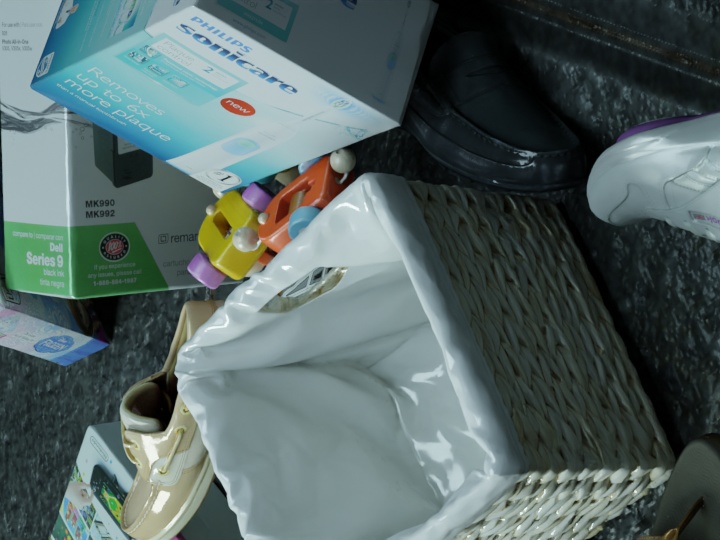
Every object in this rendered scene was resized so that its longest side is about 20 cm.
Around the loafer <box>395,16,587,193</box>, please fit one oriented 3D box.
[{"bbox_3d":[0.060,-0.101,1.624,0.201,0.068,0.070,37,128,48],"label":"loafer"}]

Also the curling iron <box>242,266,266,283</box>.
[{"bbox_3d":[-0.042,0.090,1.812,0.050,0.026,0.200,-18,81,54],"label":"curling iron"}]

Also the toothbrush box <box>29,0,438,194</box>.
[{"bbox_3d":[-0.075,-0.129,1.633,0.200,0.146,0.085,-18,50,54],"label":"toothbrush box"}]

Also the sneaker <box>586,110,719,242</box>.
[{"bbox_3d":[0.191,-0.036,1.462,0.200,0.075,0.100,-15,82,51],"label":"sneaker"}]

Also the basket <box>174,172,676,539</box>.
[{"bbox_3d":[0.035,0.077,1.583,0.198,0.161,0.200,-43,60,35],"label":"basket"}]

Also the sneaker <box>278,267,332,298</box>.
[{"bbox_3d":[0.000,0.000,1.711,0.200,0.078,0.077,-45,54,45],"label":"sneaker"}]

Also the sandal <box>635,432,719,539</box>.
[{"bbox_3d":[0.161,0.177,1.545,0.082,0.055,0.200,54,133,32],"label":"sandal"}]

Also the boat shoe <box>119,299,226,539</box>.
[{"bbox_3d":[-0.119,0.092,1.795,0.074,0.069,0.200,-103,34,-51],"label":"boat shoe"}]

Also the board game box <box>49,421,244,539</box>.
[{"bbox_3d":[-0.154,0.224,1.943,0.148,0.064,0.200,48,130,38],"label":"board game box"}]

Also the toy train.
[{"bbox_3d":[-0.036,-0.057,1.724,0.150,0.056,0.200,-40,27,31],"label":"toy train"}]

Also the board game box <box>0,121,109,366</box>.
[{"bbox_3d":[-0.256,-0.042,1.931,0.043,0.199,0.200,-26,76,11],"label":"board game box"}]

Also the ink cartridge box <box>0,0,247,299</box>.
[{"bbox_3d":[-0.152,-0.088,1.830,0.084,0.146,0.200,6,100,52],"label":"ink cartridge box"}]
